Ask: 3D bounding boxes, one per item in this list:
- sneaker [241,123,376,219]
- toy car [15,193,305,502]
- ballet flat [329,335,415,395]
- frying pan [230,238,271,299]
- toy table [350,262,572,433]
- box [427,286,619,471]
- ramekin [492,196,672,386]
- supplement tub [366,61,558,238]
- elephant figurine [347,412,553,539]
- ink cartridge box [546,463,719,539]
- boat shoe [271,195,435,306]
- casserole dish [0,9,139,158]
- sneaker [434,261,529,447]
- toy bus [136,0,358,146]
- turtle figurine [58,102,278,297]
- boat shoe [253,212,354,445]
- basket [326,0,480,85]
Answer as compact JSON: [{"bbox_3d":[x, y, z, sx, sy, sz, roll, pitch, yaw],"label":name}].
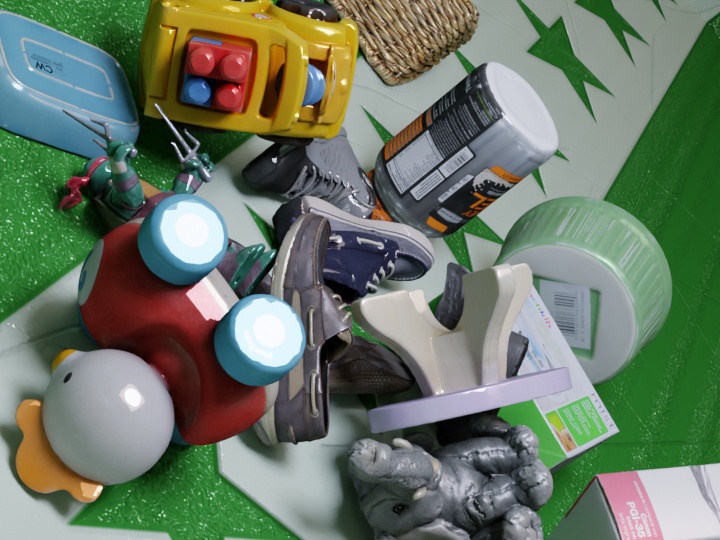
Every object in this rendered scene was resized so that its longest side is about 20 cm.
[{"bbox_3d":[-0.035,-0.085,1.644,0.116,0.075,0.200,56,26,2],"label":"sneaker"},{"bbox_3d":[-0.175,0.075,1.185,0.200,0.184,0.177,-37,89,-34],"label":"toy car"},{"bbox_3d":[-0.013,0.093,1.507,0.067,0.047,0.200,38,14,26],"label":"ballet flat"},{"bbox_3d":[-0.135,0.001,1.439,0.189,0.031,0.116,27,35,-45],"label":"frying pan"},{"bbox_3d":[0.085,0.066,1.437,0.199,0.183,0.118,-10,86,-44],"label":"toy table"},{"bbox_3d":[0.148,0.112,1.653,0.201,0.096,0.176,60,25,11],"label":"box"},{"bbox_3d":[0.230,0.030,1.791,0.200,0.200,0.098,50,34,-4],"label":"ramekin"},{"bbox_3d":[0.101,-0.117,1.752,0.122,0.200,0.123,36,32,-27],"label":"supplement tub"},{"bbox_3d":[0.050,0.189,1.406,0.199,0.156,0.141,-2,17,-25],"label":"elephant figurine"},{"bbox_3d":[0.296,0.257,1.587,0.198,0.147,0.083,-2,52,-22],"label":"ink cartridge box"},{"bbox_3d":[0.000,0.000,1.611,0.199,0.075,0.093,16,51,-38],"label":"boat shoe"},{"bbox_3d":[-0.262,-0.162,1.420,0.199,0.039,0.122,18,43,-47],"label":"casserole dish"},{"bbox_3d":[0.086,0.102,1.545,0.104,0.201,0.060,25,1,10],"label":"sneaker"},{"bbox_3d":[-0.098,-0.177,1.462,0.198,0.137,0.192,10,12,-8],"label":"toy bus"},{"bbox_3d":[-0.165,-0.057,1.377,0.200,0.101,0.150,39,20,9],"label":"turtle figurine"},{"bbox_3d":[-0.040,0.052,1.389,0.075,0.073,0.202,62,35,-73],"label":"boat shoe"},{"bbox_3d":[0.031,-0.335,2.054,0.201,0.149,0.143,53,-6,2],"label":"basket"}]
